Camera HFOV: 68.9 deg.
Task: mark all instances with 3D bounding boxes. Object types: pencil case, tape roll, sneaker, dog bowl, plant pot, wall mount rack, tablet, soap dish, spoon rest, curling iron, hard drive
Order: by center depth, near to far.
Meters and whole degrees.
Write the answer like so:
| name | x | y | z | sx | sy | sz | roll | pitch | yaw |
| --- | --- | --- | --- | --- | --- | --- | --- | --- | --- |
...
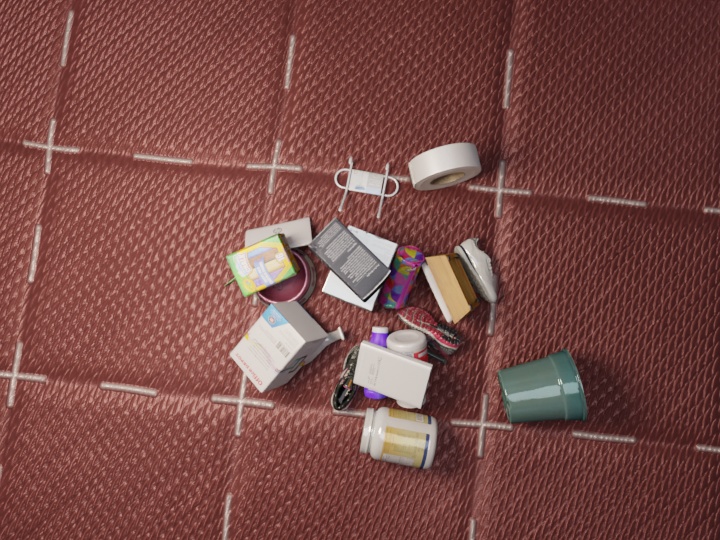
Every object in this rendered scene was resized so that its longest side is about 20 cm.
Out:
| name | x | y | z | sx | sy | sz | roll | pitch | yaw |
| --- | --- | --- | --- | --- | --- | --- | --- | --- | --- |
| hard drive | 0.085 | 0.281 | 1.422 | 0.200 | 0.027 | 0.132 | 18 | 113 | 17 |
| plant pot | 0.493 | 0.332 | 1.454 | 0.196 | 0.200 | 0.201 | -12 | 84 | 8 |
| pencil case | 0.116 | 0.022 | 1.489 | 0.088 | 0.088 | 0.200 | 21 | 129 | 3 |
| soap dish | 0.261 | 0.042 | 1.496 | 0.081 | 0.157 | 0.200 | -26 | 84 | 24 |
| tape roll | 0.242 | -0.295 | 1.511 | 0.202 | 0.202 | 0.071 | -13 | 85 | 0 |
| sneaker | -0.025 | 0.316 | 1.512 | 0.080 | 0.086 | 0.200 | 19 | 84 | 2 |
| sneaker | 0.191 | 0.179 | 1.530 | 0.200 | 0.081 | 0.075 | 35 | 130 | 15 |
| sneaker | 0.357 | -0.001 | 1.545 | 0.080 | 0.076 | 0.200 | -27 | 85 | -11 |
| spoon rest | -0.136 | 0.216 | 1.547 | 0.200 | 0.061 | 0.100 | -20 | 83 | 13 |
| curling iron | 0.159 | 0.233 | 1.547 | 0.200 | 0.026 | 0.050 | 19 | 92 | 3 |
| dog bowl | -0.233 | 0.019 | 1.554 | 0.200 | 0.074 | 0.201 | 0 | 84 | 1 |
| tablet | -0.244 | -0.101 | 1.557 | 0.199 | 0.014 | 0.130 | -12 | 42 | 0 |
| wall mount rack | 0.012 | -0.244 | 1.574 | 0.199 | 0.075 | 0.174 | 10 | 85 | 3 |

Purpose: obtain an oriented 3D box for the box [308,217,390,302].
| name | x | y | z | sx | sy | sz | roll | pitch | yaw |
| --- | --- | --- | --- | --- | --- | --- | --- | --- | --- |
| box | -0.025 | -0.022 | 1.365 | 0.200 | 0.148 | 0.104 | 44 | 86 | 5 |

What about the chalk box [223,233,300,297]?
| name | x | y | z | sx | sy | sz | roll | pitch | yaw |
| --- | --- | --- | --- | --- | --- | --- | --- | --- | --- |
| chalk box | -0.285 | -0.010 | 1.450 | 0.200 | 0.124 | 0.124 | -23 | 96 | 0 |

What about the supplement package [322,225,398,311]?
| name | x | y | z | sx | sy | sz | roll | pitch | yaw |
| --- | --- | --- | --- | --- | --- | --- | --- | --- | --- |
| supplement package | 0.000 | 0.000 | 1.511 | 0.151 | 0.151 | 0.200 | 22 | 85 | 3 |

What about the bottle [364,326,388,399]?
| name | x | y | z | sx | sy | sz | roll | pitch | yaw |
| --- | --- | --- | --- | --- | --- | --- | --- | --- | --- |
| bottle | 0.052 | 0.263 | 1.510 | 0.065 | 0.083 | 0.201 | 3 | 88 | 28 |

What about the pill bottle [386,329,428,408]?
| name | x | y | z | sx | sy | sz | roll | pitch | yaw |
| --- | --- | --- | --- | --- | --- | --- | --- | --- | --- |
| pill bottle | 0.136 | 0.278 | 1.478 | 0.112 | 0.112 | 0.201 | -6 | 106 | 1 |

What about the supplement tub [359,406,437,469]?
| name | x | y | z | sx | sy | sz | roll | pitch | yaw |
| --- | --- | --- | --- | --- | --- | --- | --- | --- | --- |
| supplement tub | 0.105 | 0.463 | 1.465 | 0.199 | 0.144 | 0.145 | 11 | 84 | 3 |

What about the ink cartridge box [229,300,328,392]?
| name | x | y | z | sx | sy | sz | roll | pitch | yaw |
| --- | --- | --- | --- | --- | --- | --- | --- | --- | --- |
| ink cartridge box | -0.226 | 0.208 | 1.461 | 0.147 | 0.146 | 0.200 | 46 | 105 | 16 |
